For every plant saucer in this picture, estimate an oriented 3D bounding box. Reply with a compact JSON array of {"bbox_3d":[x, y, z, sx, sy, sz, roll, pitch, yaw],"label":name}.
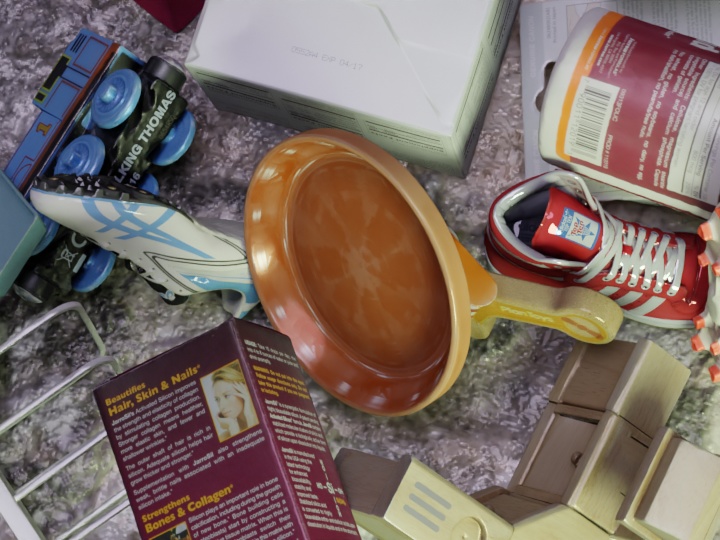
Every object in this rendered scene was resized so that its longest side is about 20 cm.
[{"bbox_3d":[-0.269,-0.043,1.728,0.070,0.019,0.200,-57,32,7],"label":"plant saucer"},{"bbox_3d":[0.000,0.000,1.634,0.032,0.201,0.200,-26,66,-38],"label":"plant saucer"}]

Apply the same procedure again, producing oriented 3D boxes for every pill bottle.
[{"bbox_3d":[0.230,-0.095,1.648,0.199,0.114,0.115,21,76,17],"label":"pill bottle"}]

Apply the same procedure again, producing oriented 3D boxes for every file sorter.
[{"bbox_3d":[-0.183,0.145,1.660,0.124,0.139,0.200,-34,71,-8],"label":"file sorter"}]

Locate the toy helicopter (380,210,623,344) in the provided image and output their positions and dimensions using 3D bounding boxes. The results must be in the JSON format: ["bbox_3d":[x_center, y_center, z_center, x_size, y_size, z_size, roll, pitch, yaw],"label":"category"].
[{"bbox_3d":[0.080,0.008,1.650,0.199,0.132,0.079,12,61,24],"label":"toy helicopter"}]

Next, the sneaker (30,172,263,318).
[{"bbox_3d":[-0.142,-0.017,1.690,0.072,0.199,0.073,25,94,55],"label":"sneaker"}]

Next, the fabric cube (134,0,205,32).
[{"bbox_3d":[-0.156,-0.335,1.779,0.200,0.199,0.196,40,82,17],"label":"fabric cube"}]

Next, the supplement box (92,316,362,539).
[{"bbox_3d":[-0.074,0.145,1.522,0.110,0.086,0.201,-27,70,19],"label":"supplement box"}]

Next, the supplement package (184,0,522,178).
[{"bbox_3d":[0.000,-0.177,1.747,0.199,0.111,0.157,16,80,12],"label":"supplement package"}]

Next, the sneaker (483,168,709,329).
[{"bbox_3d":[0.180,-0.014,1.674,0.199,0.113,0.072,7,72,9],"label":"sneaker"}]

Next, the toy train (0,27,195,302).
[{"bbox_3d":[-0.199,-0.073,1.751,0.114,0.087,0.201,27,84,49],"label":"toy train"}]

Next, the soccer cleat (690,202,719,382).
[{"bbox_3d":[0.265,0.003,1.615,0.077,0.200,0.070,-20,59,-11],"label":"soccer cleat"}]

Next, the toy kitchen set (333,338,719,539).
[{"bbox_3d":[0.121,0.113,1.572,0.163,0.180,0.201,8,67,55],"label":"toy kitchen set"}]

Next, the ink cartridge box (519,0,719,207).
[{"bbox_3d":[0.216,-0.120,1.744,0.199,0.047,0.161,-5,72,12],"label":"ink cartridge box"}]
